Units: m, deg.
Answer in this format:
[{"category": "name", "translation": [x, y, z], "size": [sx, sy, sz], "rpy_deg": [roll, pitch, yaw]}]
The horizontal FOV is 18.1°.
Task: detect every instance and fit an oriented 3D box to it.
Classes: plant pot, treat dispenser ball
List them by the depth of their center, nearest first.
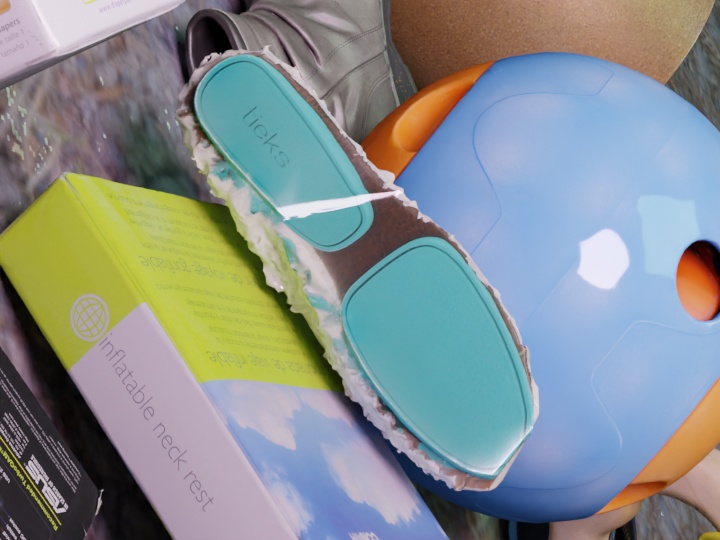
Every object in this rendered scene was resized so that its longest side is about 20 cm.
[{"category": "treat dispenser ball", "translation": [0.079, 0.008, 0.975], "size": [0.201, 0.200, 0.202], "rpy_deg": [47, 32, -42]}, {"category": "plant pot", "translation": [0.050, -0.173, 1.156], "size": [0.200, 0.186, 0.187], "rpy_deg": [40, 34, -25]}]

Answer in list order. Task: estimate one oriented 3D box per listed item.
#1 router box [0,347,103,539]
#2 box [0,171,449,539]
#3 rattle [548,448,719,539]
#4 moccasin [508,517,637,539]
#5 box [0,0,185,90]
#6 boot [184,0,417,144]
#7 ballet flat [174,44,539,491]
[{"category": "router box", "translation": [-0.164, 0.044, 0.620], "size": [0.201, 0.062, 0.150], "rpy_deg": [59, 25, -22]}, {"category": "box", "translation": [-0.039, 0.059, 0.823], "size": [0.201, 0.048, 0.122], "rpy_deg": [56, 19, 19]}, {"category": "rattle", "translation": [0.095, 0.127, 1.035], "size": [0.200, 0.131, 0.143], "rpy_deg": [45, 49, 17]}, {"category": "moccasin", "translation": [0.126, 0.201, 1.115], "size": [0.080, 0.068, 0.201], "rpy_deg": [3, 70, -65]}, {"category": "box", "translation": [-0.159, -0.150, 0.726], "size": [0.201, 0.112, 0.101], "rpy_deg": [66, 25, -7]}, {"category": "boot", "translation": [-0.037, -0.117, 1.032], "size": [0.130, 0.067, 0.201], "rpy_deg": [-14, 83, -61]}, {"category": "ballet flat", "translation": [0.000, 0.000, 0.871], "size": [0.201, 0.072, 0.072], "rpy_deg": [55, 21, 12]}]
